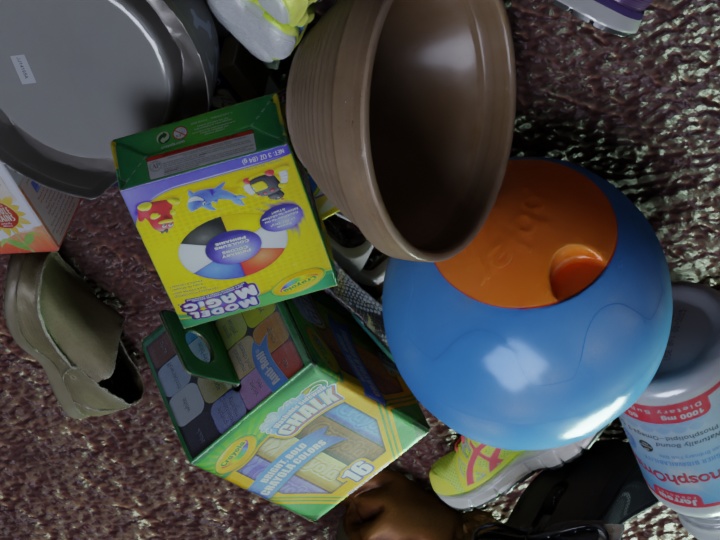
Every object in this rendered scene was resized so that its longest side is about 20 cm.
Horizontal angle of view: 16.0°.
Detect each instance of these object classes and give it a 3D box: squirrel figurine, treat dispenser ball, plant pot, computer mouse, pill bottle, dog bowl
[{"bbox_3d":[0.037,0.279,2.083,0.198,0.188,0.142,10,139,4],"label":"squirrel figurine"},{"bbox_3d":[0.114,0.023,1.760,0.199,0.202,0.202,8,139,7],"label":"treat dispenser ball"},{"bbox_3d":[0.016,-0.109,1.632,0.092,0.202,0.201,6,141,30],"label":"plant pot"},{"bbox_3d":[0.171,0.170,1.951,0.138,0.200,0.053,-6,102,33],"label":"computer mouse"},{"bbox_3d":[0.250,0.111,1.894,0.108,0.109,0.201,-6,136,21],"label":"pill bottle"},{"bbox_3d":[-0.183,-0.145,1.692,0.199,0.059,0.201,12,129,15],"label":"dog bowl"}]

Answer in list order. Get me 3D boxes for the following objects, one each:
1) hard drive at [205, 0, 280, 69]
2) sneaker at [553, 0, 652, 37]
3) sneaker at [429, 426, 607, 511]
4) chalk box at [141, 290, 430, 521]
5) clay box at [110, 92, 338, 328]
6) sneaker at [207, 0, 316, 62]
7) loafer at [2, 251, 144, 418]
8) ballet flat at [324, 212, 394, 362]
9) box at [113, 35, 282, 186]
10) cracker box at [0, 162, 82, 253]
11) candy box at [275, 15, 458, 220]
[{"bbox_3d":[-0.151,-0.201,1.713,0.198,0.025,0.132,8,139,6],"label":"hard drive"},{"bbox_3d":[0.103,-0.230,1.594,0.199,0.076,0.088,27,108,-3],"label":"sneaker"},{"bbox_3d":[0.111,0.116,1.977,0.090,0.078,0.200,50,136,-6],"label":"sneaker"},{"bbox_3d":[-0.067,0.076,1.865,0.124,0.125,0.200,-38,142,16],"label":"chalk box"},{"bbox_3d":[-0.085,-0.029,1.709,0.114,0.048,0.200,-16,145,3],"label":"clay box"},{"bbox_3d":[-0.036,-0.200,1.612,0.076,0.105,0.200,46,165,0],"label":"sneaker"},{"bbox_3d":[-0.219,0.044,1.980,0.067,0.077,0.200,-1,147,16],"label":"loafer"},{"bbox_3d":[0.000,0.000,1.875,0.072,0.072,0.200,-24,128,36],"label":"ballet flat"},{"bbox_3d":[-0.146,-0.108,1.792,0.199,0.033,0.121,-4,146,27],"label":"box"},{"bbox_3d":[-0.305,-0.097,1.844,0.133,0.058,0.201,-2,138,27],"label":"cracker box"},{"bbox_3d":[-0.010,-0.094,1.743,0.199,0.027,0.102,-30,131,12],"label":"candy box"}]
